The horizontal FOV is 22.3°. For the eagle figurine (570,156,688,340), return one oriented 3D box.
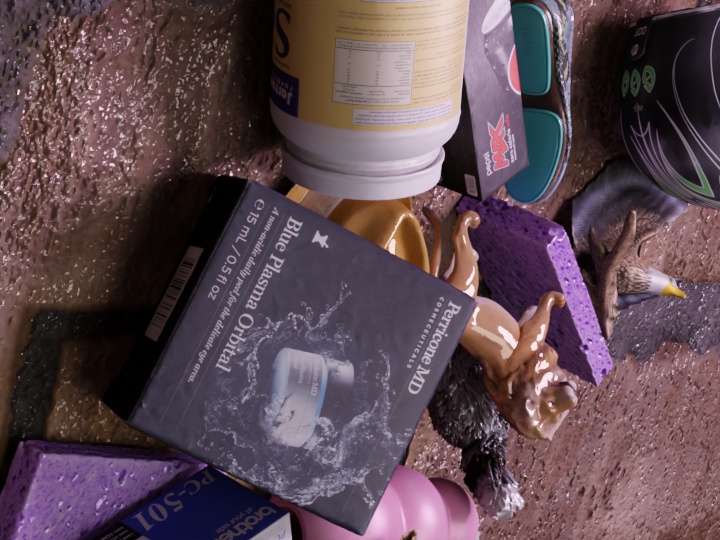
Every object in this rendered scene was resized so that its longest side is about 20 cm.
[{"bbox_3d":[0.248,-0.009,1.761,0.152,0.151,0.200,-36,-173,24],"label":"eagle figurine"}]

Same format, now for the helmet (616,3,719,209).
[{"bbox_3d":[0.339,-0.150,1.706,0.200,0.200,0.191,-12,94,-46],"label":"helmet"}]

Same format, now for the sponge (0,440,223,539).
[{"bbox_3d":[-0.193,0.190,1.382,0.200,0.030,0.112,12,100,-52],"label":"sponge"}]

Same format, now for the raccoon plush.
[{"bbox_3d":[0.094,0.098,1.576,0.097,0.200,0.134,-31,137,-1],"label":"raccoon plush"}]

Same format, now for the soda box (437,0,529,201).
[{"bbox_3d":[0.088,-0.162,1.518,0.071,0.063,0.200,-38,135,-31],"label":"soda box"}]

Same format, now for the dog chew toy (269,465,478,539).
[{"bbox_3d":[0.017,0.221,1.563,0.200,0.124,0.125,1,108,-36],"label":"dog chew toy"}]

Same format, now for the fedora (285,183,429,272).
[{"bbox_3d":[0.000,0.000,1.480,0.200,0.082,0.201,-26,127,-41],"label":"fedora"}]

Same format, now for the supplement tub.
[{"bbox_3d":[0.006,-0.167,1.352,0.145,0.145,0.201,-20,123,-43],"label":"supplement tub"}]

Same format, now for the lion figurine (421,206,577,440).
[{"bbox_3d":[0.106,0.047,1.532,0.200,0.072,0.123,38,58,-14],"label":"lion figurine"}]

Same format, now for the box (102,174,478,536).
[{"bbox_3d":[-0.053,0.060,1.350,0.200,0.117,0.197,27,86,-16],"label":"box"}]

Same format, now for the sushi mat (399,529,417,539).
[{"bbox_3d":[0.009,0.301,1.524,0.096,0.012,0.200,-28,140,-26],"label":"sushi mat"}]

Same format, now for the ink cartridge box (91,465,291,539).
[{"bbox_3d":[-0.153,0.223,1.334,0.200,0.094,0.044,-30,130,-36],"label":"ink cartridge box"}]

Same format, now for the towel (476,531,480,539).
[{"bbox_3d":[0.021,0.306,1.696,0.171,0.048,0.200,32,83,-49],"label":"towel"}]

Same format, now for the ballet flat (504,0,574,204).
[{"bbox_3d":[0.161,-0.156,1.609,0.074,0.074,0.200,-28,131,-39],"label":"ballet flat"}]

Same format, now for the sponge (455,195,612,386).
[{"bbox_3d":[0.159,0.017,1.654,0.030,0.111,0.200,-47,138,-20],"label":"sponge"}]
